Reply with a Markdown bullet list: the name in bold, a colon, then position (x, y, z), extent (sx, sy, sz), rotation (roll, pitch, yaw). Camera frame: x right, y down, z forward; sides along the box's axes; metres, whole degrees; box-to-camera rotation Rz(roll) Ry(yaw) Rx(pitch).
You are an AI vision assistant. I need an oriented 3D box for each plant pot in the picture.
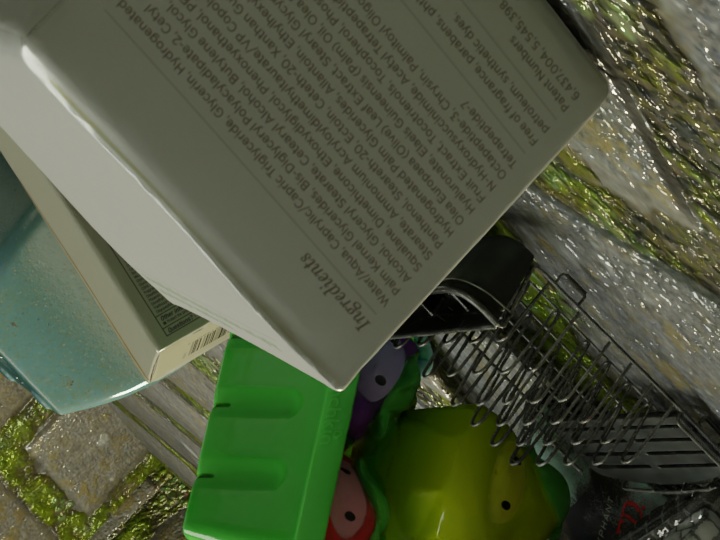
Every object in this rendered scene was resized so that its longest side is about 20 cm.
- **plant pot**: position (-0.211, -0.009, 1.907), extent (0.196, 0.200, 0.196), rotation (48, 169, -28)

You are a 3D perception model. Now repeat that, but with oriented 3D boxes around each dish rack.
- **dish rack**: position (0.094, 0.060, 1.327), extent (0.200, 0.055, 0.153), rotation (44, 159, -18)

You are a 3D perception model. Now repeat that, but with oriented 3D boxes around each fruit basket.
- **fruit basket**: position (0.019, 0.110, 1.457), extent (0.215, 0.216, 0.156), rotation (39, 165, 26)

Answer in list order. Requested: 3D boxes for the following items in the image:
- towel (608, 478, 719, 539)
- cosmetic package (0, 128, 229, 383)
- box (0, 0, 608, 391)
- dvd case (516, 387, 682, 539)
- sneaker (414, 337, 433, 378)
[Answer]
- **towel**: position (0.180, 0.221, 1.404), extent (0.166, 0.086, 0.200), rotation (44, 126, -9)
- **cosmetic package**: position (-0.145, -0.042, 1.640), extent (0.201, 0.103, 0.073), rotation (57, 161, 12)
- **box**: position (-0.050, -0.092, 1.031), extent (0.200, 0.171, 0.199), rotation (49, 169, -25)
- **dvd case**: position (0.159, 0.180, 1.504), extent (0.200, 0.022, 0.147), rotation (38, 130, 34)
- **sneaker**: position (0.000, 0.000, 1.548), extent (0.081, 0.074, 0.200), rotation (8, 151, 24)
